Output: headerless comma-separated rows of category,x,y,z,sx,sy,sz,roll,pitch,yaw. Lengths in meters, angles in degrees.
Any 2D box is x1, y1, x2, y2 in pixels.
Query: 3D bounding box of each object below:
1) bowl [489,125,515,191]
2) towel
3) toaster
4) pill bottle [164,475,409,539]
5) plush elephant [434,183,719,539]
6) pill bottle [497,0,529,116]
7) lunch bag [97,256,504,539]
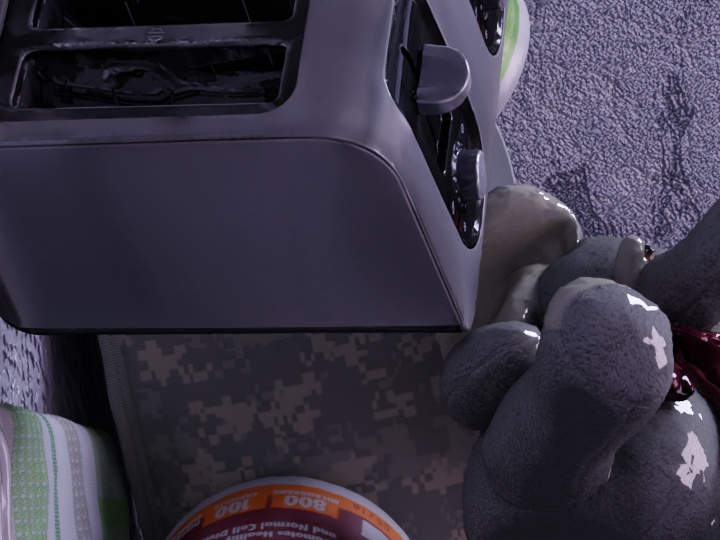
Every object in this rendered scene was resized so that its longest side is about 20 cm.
bowl,-0.007,-0.011,1.286,0.200,0.090,0.203,-11,103,-51
towel,-0.103,0.121,0.820,0.200,0.030,0.151,37,49,-80
toaster,-0.051,-0.078,0.812,0.119,0.198,0.182,70,24,-53
pill bottle,-0.031,0.158,0.826,0.200,0.113,0.115,-83,166,-73
plush elephant,0.100,0.040,0.846,0.200,0.164,0.156,-43,-155,51
pill bottle,-0.024,-0.135,1.065,0.200,0.111,0.112,36,41,-39
lunch bag,-0.017,0.051,0.958,0.118,0.163,0.201,-105,-176,-70
